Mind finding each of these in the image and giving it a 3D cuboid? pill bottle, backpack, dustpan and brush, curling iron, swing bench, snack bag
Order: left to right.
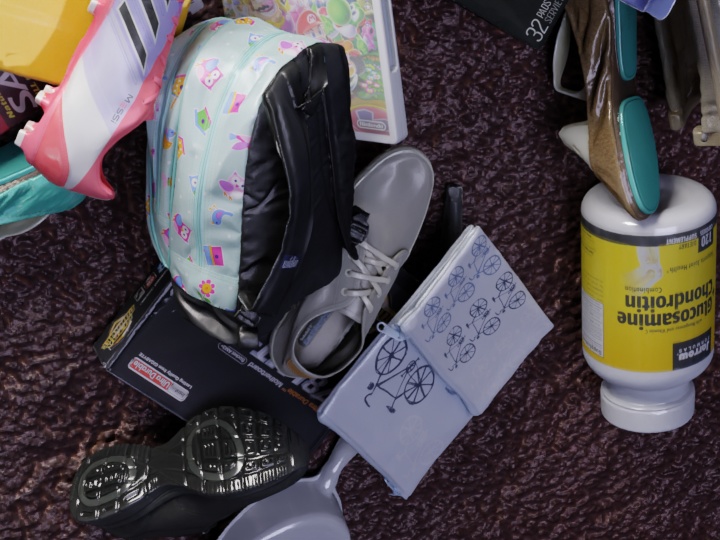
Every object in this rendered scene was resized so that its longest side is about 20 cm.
[{"bbox_3d":[-0.075,-0.070,1.143,0.167,0.126,0.202,-47,147,-50],"label":"backpack"},{"bbox_3d":[-0.042,0.203,1.390,0.139,0.057,0.200,31,103,-41],"label":"dustpan and brush"},{"bbox_3d":[0.064,0.028,1.368,0.049,0.026,0.202,-1,112,-30],"label":"curling iron"},{"bbox_3d":[0.063,0.080,1.345,0.200,0.021,0.189,-49,144,-6],"label":"snack bag"},{"bbox_3d":[0.241,0.029,1.396,0.111,0.112,0.202,-13,116,-18],"label":"pill bottle"},{"bbox_3d":[0.288,-0.200,1.277,0.129,0.200,0.200,-19,118,-4],"label":"swing bench"}]

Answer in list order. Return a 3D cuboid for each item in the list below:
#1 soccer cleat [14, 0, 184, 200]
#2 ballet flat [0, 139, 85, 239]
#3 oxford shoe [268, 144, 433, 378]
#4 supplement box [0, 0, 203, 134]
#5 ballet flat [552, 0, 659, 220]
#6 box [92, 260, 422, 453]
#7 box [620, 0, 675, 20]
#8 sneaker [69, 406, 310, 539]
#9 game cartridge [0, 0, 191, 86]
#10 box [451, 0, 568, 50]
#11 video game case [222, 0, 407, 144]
[{"bbox_3d":[-0.149,-0.140,1.074,0.076,0.067,0.201,30,103,-12],"label":"soccer cleat"},{"bbox_3d":[-0.280,-0.040,1.173,0.198,0.068,0.071,-20,132,-12],"label":"ballet flat"},{"bbox_3d":[0.000,0.000,1.259,0.075,0.058,0.201,29,95,-27],"label":"oxford shoe"},{"bbox_3d":[-0.221,-0.179,1.140,0.199,0.061,0.109,-33,120,-6],"label":"supplement box"},{"bbox_3d":[0.187,-0.138,1.313,0.068,0.072,0.202,-21,103,-56],"label":"ballet flat"},{"bbox_3d":[-0.073,0.040,1.304,0.200,0.050,0.199,38,93,-30],"label":"box"},{"bbox_3d":[0.199,-0.259,1.203,0.032,0.200,0.122,22,103,-21],"label":"box"},{"bbox_3d":[-0.124,0.164,1.294,0.198,0.077,0.091,-14,144,22],"label":"sneaker"},{"bbox_3d":[-0.200,-0.212,1.084,0.198,0.032,0.178,13,105,-25],"label":"game cartridge"},{"bbox_3d":[0.100,-0.290,1.194,0.148,0.124,0.201,24,102,-31],"label":"box"},{"bbox_3d":[-0.040,-0.192,1.174,0.018,0.142,0.202,-36,127,-45],"label":"video game case"}]
